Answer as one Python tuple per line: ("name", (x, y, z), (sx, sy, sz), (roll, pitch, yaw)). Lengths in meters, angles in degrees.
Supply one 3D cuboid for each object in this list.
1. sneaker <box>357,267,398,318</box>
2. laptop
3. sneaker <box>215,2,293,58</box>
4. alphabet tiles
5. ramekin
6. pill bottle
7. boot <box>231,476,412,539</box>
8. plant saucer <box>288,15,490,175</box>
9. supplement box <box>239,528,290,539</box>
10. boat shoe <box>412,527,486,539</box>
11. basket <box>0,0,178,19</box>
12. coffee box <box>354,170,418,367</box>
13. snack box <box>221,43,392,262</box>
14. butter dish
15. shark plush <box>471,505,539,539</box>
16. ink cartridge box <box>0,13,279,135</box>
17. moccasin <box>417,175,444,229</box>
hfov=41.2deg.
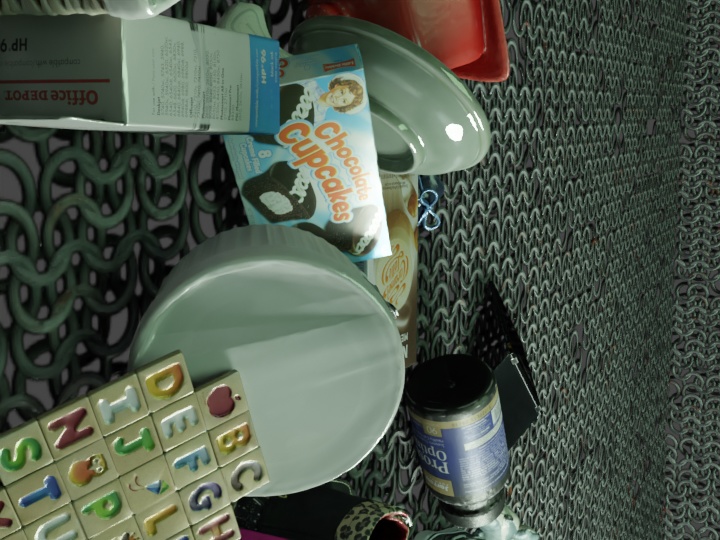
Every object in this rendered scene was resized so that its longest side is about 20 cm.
("sneaker", (-0.051, 0.079, 0.815), (0.200, 0.082, 0.075), (-49, 140, -11))
("laptop", (0.184, 0.159, 1.383), (0.188, 0.115, 0.202), (57, 17, -49))
("sneaker", (-0.068, -0.137, 0.810), (0.201, 0.074, 0.082), (59, 36, -48))
("alphabet tiles", (-0.157, 0.150, 0.642), (0.199, 0.006, 0.168), (-25, 121, -24))
("ramekin", (-0.070, 0.059, 0.712), (0.094, 0.200, 0.204), (-105, -178, -61))
("pill bottle", (0.123, 0.212, 1.169), (0.112, 0.111, 0.202), (-50, 136, -47))
("boot", (-0.018, 0.227, 0.863), (0.203, 0.152, 0.074), (16, 80, -61))
("plant saucer", (0.015, -0.135, 0.833), (0.051, 0.199, 0.200), (-61, 145, -17))
("supplement box", (-0.095, 0.320, 0.789), (0.103, 0.100, 0.202), (-50, 136, -47))
("boat shoe", (0.117, 0.373, 1.227), (0.199, 0.067, 0.073), (17, 79, -61))
("basket", (-0.153, -0.264, 0.531), (0.199, 0.159, 0.202), (-55, 139, -43))
("coffee box", (0.000, 0.000, 0.940), (0.114, 0.079, 0.203), (-15, 108, -60))
("snack box", (-0.042, -0.081, 0.776), (0.201, 0.115, 0.037), (78, 1, -47))
("butter dish", (0.014, -0.246, 0.858), (0.147, 0.199, 0.202), (-36, 128, -26))
("shark plush", (0.185, 0.370, 1.362), (0.083, 0.091, 0.200), (-48, 150, -3))
("ink cartridge box", (-0.151, -0.122, 0.602), (0.199, 0.115, 0.069), (-12, 104, -61))
("moccasin", (0.059, -0.096, 1.029), (0.081, 0.067, 0.202), (74, 28, -75))
